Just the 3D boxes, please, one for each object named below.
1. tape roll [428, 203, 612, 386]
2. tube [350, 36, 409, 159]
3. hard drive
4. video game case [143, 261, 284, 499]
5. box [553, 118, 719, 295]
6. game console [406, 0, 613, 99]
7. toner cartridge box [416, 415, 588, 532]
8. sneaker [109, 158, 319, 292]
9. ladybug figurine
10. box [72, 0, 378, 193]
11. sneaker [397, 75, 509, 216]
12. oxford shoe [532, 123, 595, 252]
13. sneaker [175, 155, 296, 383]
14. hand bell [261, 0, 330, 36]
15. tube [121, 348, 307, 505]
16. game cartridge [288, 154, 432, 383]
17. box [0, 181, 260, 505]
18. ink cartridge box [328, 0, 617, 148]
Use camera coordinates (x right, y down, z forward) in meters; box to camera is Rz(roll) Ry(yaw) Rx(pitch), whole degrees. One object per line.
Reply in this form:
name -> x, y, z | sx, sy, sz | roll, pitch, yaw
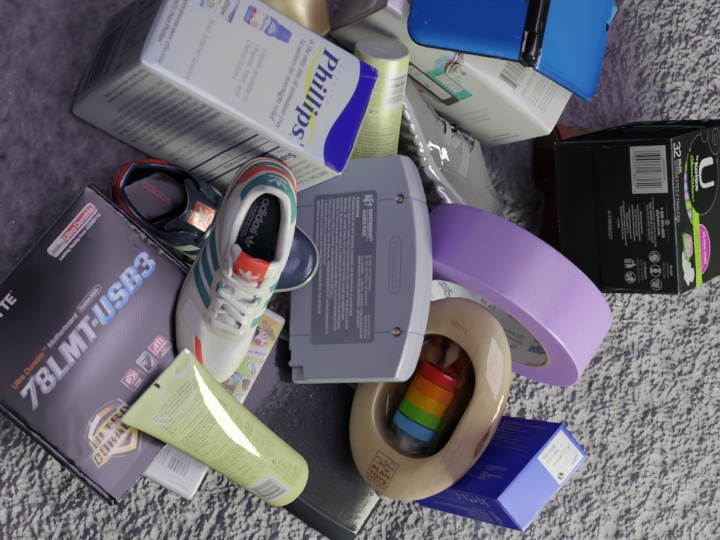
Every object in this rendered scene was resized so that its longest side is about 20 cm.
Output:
tape roll -> 0.133, 0.024, 1.502 | 0.200, 0.200, 0.066 | 40, 74, -18
tube -> 0.005, -0.115, 1.494 | 0.052, 0.058, 0.201 | -47, 150, -54
hard drive -> -0.047, 0.151, 1.503 | 0.200, 0.042, 0.135 | 42, 73, -18
video game case -> -0.194, 0.075, 1.428 | 0.199, 0.023, 0.183 | 30, 77, -7
box -> 0.286, -0.065, 1.562 | 0.200, 0.124, 0.150 | -17, 105, -56
game console -> 0.145, -0.273, 1.455 | 0.169, 0.118, 0.202 | 10, 82, 9
toner cartridge box -> 0.117, 0.181, 1.491 | 0.095, 0.200, 0.043 | -44, 106, -18
sneaker -> -0.129, -0.039, 1.418 | 0.199, 0.085, 0.075 | 22, 82, -2
ladybug figurine -> 0.067, 0.119, 1.471 | 0.135, 0.072, 0.201 | 34, 100, 20
box -> -0.119, -0.154, 1.400 | 0.199, 0.184, 0.106 | 29, 71, -22
sneaker -> 0.073, -0.115, 1.557 | 0.082, 0.074, 0.201 | -43, 117, -25
oxford shoe -> 0.222, -0.047, 1.617 | 0.074, 0.070, 0.202 | -1, 90, -30
sneaker -> -0.104, 0.006, 1.331 | 0.070, 0.093, 0.201 | 20, 99, -9
hand bell -> -0.041, -0.186, 1.507 | 0.104, 0.104, 0.201 | -30, 113, -22
tube -> -0.116, 0.137, 1.368 | 0.200, 0.052, 0.058 | 43, 48, -47
game cartridge -> 0.000, 0.000, 1.447 | 0.040, 0.132, 0.202 | 14, 76, -56
box -> -0.223, 0.063, 1.388 | 0.198, 0.050, 0.200 | 42, 75, -5
ink cartridge box -> 0.103, -0.237, 1.524 | 0.199, 0.146, 0.147 | 35, 75, -19
